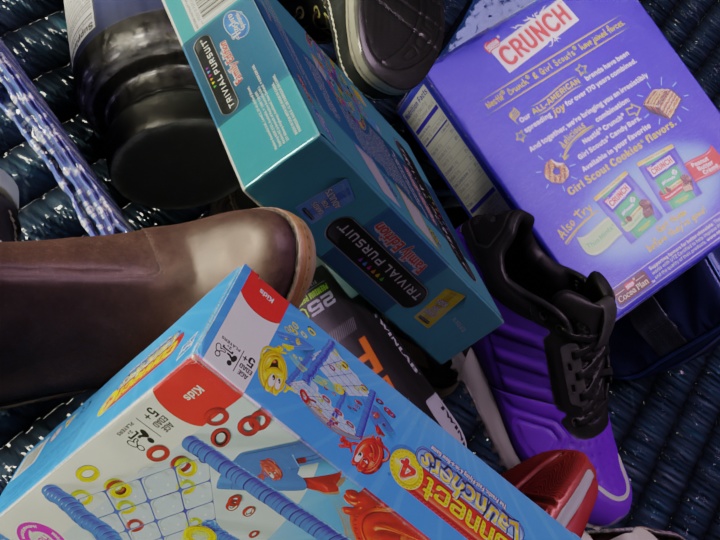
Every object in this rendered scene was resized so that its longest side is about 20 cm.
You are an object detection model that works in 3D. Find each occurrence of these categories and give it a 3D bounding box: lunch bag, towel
[{"bbox_3d":[0.212,-0.029,1.073,0.132,0.136,0.201,-16,72,-51],"label":"lunch bag"},{"bbox_3d":[-0.176,-0.082,0.753,0.200,0.024,0.145,54,-4,4],"label":"towel"}]

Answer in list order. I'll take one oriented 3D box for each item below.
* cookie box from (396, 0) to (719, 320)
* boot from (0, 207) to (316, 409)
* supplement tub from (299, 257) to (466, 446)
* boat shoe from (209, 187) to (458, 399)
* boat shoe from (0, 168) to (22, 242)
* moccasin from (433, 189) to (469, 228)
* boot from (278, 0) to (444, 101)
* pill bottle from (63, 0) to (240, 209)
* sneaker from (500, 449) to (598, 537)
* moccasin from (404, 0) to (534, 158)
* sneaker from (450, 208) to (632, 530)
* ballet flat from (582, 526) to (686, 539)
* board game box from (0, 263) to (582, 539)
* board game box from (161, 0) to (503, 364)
[{"bbox_3d":[0.150,-0.078,0.950,0.171,0.075,0.201,-32,84,-22],"label":"cookie box"},{"bbox_3d":[-0.137,0.013,0.622,0.166,0.199,0.073,18,54,-54],"label":"boot"},{"bbox_3d":[-0.027,0.075,0.754,0.200,0.122,0.122,53,37,4],"label":"supplement tub"},{"bbox_3d":[0.000,0.000,0.883,0.200,0.073,0.075,36,40,-19],"label":"boat shoe"},{"bbox_3d":[-0.247,-0.036,0.666,0.199,0.074,0.061,25,39,-42],"label":"boat shoe"},{"bbox_3d":[0.085,-0.033,0.995,0.068,0.080,0.201,26,43,-23],"label":"moccasin"},{"bbox_3d":[-0.024,-0.157,0.923,0.073,0.153,0.204,29,42,-32],"label":"boot"},{"bbox_3d":[-0.117,-0.142,0.849,0.111,0.112,0.201,14,50,-38],"label":"pill bottle"},{"bbox_3d":[0.085,0.202,0.782,0.200,0.078,0.116,-49,112,-19],"label":"sneaker"},{"bbox_3d":[0.091,-0.163,1.046,0.080,0.068,0.200,44,68,3],"label":"moccasin"},{"bbox_3d":[0.114,0.053,0.831,0.201,0.099,0.069,58,36,2],"label":"sneaker"},{"bbox_3d":[0.134,0.182,0.873,0.199,0.071,0.069,2,53,-45],"label":"ballet flat"},{"bbox_3d":[-0.040,0.120,0.639,0.196,0.200,0.056,39,42,-13],"label":"board game box"},{"bbox_3d":[-0.012,-0.056,0.758,0.200,0.047,0.151,43,17,-48],"label":"board game box"}]
